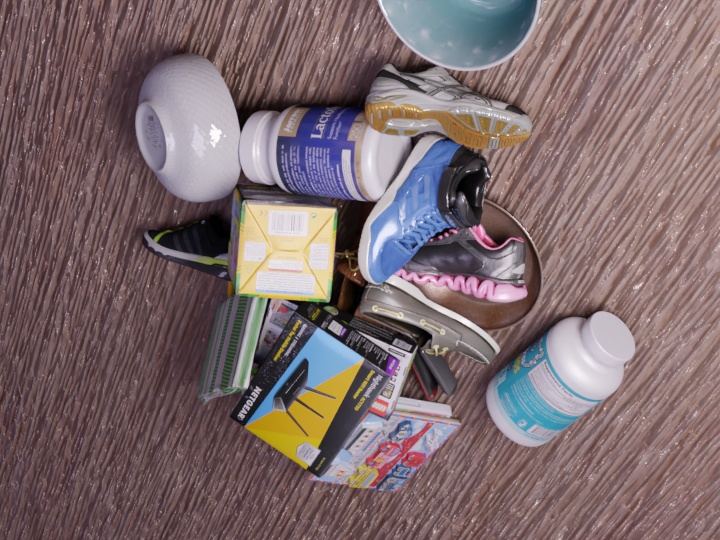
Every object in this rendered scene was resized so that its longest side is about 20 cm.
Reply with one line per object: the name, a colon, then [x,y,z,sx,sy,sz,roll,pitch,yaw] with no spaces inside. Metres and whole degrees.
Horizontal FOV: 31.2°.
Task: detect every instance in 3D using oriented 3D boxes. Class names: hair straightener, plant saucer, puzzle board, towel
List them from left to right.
towel: [-0.174,0.101,1.752,0.023,0.153,0.200,16,164,-18]
puzzle board: [0.033,0.262,1.848,0.150,0.017,0.200,11,138,-26]
hair straightener: [0.089,0.083,1.752,0.077,0.041,0.201,-12,108,36]
plant saucer: [0.146,-0.016,1.648,0.200,0.037,0.201,17,127,23]

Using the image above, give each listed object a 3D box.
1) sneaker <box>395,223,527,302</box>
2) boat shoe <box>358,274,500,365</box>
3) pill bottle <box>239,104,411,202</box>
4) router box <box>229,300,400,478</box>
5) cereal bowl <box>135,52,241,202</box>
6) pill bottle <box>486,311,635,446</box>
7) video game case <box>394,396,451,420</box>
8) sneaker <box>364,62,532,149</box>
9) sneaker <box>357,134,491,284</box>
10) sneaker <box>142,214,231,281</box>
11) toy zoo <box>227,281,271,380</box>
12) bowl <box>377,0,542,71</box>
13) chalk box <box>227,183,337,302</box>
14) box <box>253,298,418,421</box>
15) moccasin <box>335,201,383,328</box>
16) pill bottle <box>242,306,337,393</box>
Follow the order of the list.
sneaker: [0.119,-0.023,1.602,0.199,0.079,0.096,13,103,25]
boat shoe: [0.087,0.073,1.651,0.201,0.060,0.072,31,162,-16]
pill bottle: [-0.046,-0.150,1.627,0.199,0.116,0.116,6,122,28]
router box: [-0.061,0.153,1.669,0.149,0.051,0.200,33,121,1]
cereal bowl: [-0.239,-0.182,1.696,0.200,0.083,0.201,34,132,48]
pill bottle: [0.255,0.132,1.625,0.111,0.111,0.200,44,131,0]
video game case: [0.010,0.219,1.815,0.199,0.018,0.143,12,138,-26]
sneaker: [0.108,-0.204,1.527,0.199,0.088,0.076,10,149,0]
sneaker: [0.082,-0.063,1.554,0.111,0.200,0.077,25,171,41]
sneaker: [-0.226,-0.041,1.858,0.199,0.072,0.083,18,89,32]
toy zoo: [-0.148,0.058,1.816,0.131,0.020,0.201,-12,73,52]
bowl: [0.123,-0.331,1.412,0.200,0.105,0.202,16,125,23]
chalk box: [-0.107,-0.043,1.685,0.124,0.200,0.125,3,101,-9]
box: [-0.035,0.108,1.693,0.199,0.035,0.110,23,117,8]
moccasin: [-0.001,-0.001,1.702,0.074,0.077,0.202,46,131,49]
pill bottle: [-0.073,0.143,1.821,0.116,0.116,0.200,44,128,0]
